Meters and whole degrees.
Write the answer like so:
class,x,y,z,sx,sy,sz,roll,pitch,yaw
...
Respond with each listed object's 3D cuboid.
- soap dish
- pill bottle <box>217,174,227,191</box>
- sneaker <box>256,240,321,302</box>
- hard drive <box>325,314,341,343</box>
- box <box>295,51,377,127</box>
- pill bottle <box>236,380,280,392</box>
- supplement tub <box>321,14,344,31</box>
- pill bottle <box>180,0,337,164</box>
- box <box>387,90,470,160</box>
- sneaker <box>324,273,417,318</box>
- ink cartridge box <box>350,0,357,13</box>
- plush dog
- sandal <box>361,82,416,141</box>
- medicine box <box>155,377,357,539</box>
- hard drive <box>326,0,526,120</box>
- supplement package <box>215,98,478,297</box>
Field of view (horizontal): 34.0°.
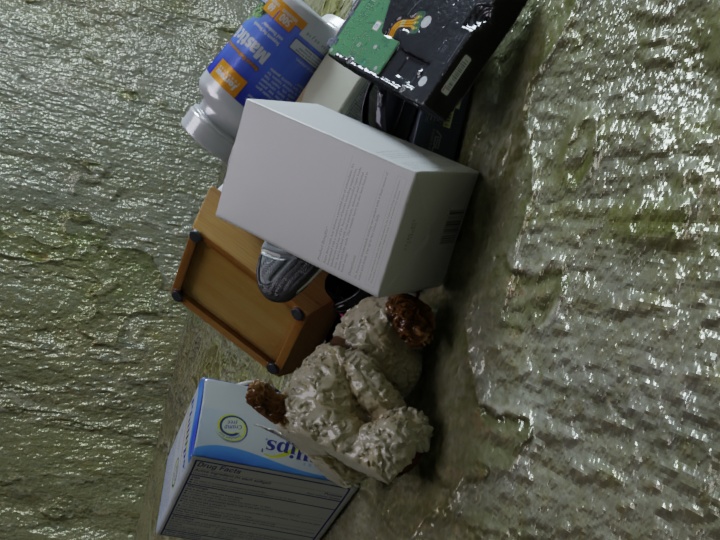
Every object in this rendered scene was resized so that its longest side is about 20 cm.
class,x,y,z,sx,sy,sz,roll,pitch,yaw
soap dish,-0.123,0.019,1.355,0.081,0.200,0.158,-46,-11,-42
pill bottle,-0.139,-0.047,1.469,0.200,0.112,0.112,111,166,-58
sneaker,-0.034,-0.036,1.255,0.200,0.075,0.116,-63,-26,-18
hard drive,0.000,0.000,1.367,0.140,0.038,0.200,-97,24,-55
box,-0.038,-0.140,1.329,0.078,0.095,0.200,29,84,44
pill bottle,-0.135,0.227,1.541,0.200,0.111,0.111,-127,52,-72
supplement tub,-0.081,-0.223,1.525,0.200,0.145,0.145,-42,6,-15
pill bottle,-0.117,-0.224,1.375,0.200,0.112,0.112,-49,19,8
box,0.071,-0.193,1.232,0.158,0.051,0.201,-175,99,-76
sneaker,-0.002,0.030,1.238,0.200,0.087,0.074,119,159,-48
ink cartridge box,0.044,-0.324,1.393,0.146,0.084,0.201,-174,96,-77
plush dog,-0.002,0.096,1.110,0.172,0.160,0.200,-57,6,-20
sandal,0.022,-0.144,1.185,0.076,0.043,0.201,-159,83,-75
medicine box,-0.116,0.226,1.316,0.200,0.182,0.103,119,159,-48
hard drive,0.058,-0.232,1.112,0.140,0.038,0.200,-56,38,3
supplement package,-0.014,-0.073,1.104,0.120,0.200,0.122,-9,-59,-56
